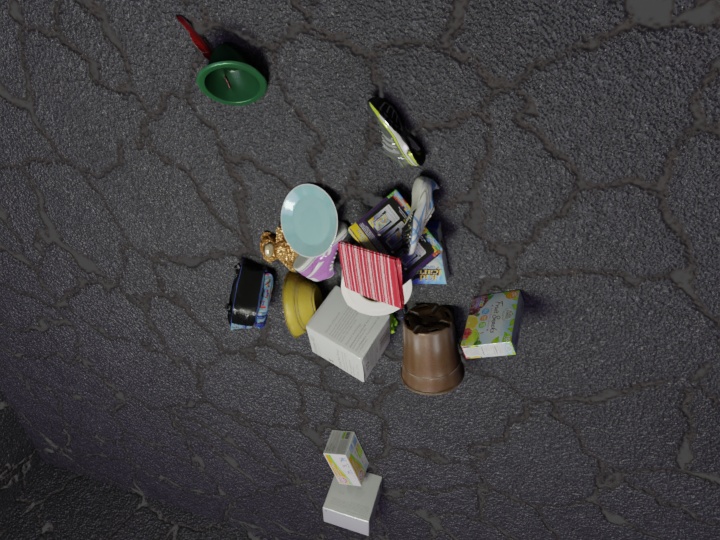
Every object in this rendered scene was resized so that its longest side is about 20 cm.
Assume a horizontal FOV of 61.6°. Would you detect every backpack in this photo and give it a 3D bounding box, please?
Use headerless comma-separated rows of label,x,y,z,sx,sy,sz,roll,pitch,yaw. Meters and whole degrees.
backpack,-0.356,0.103,1.926,0.131,0.187,0.201,11,149,-9

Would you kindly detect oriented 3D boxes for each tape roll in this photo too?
tape roll,0.043,0.026,1.657,0.197,0.072,0.206,0,127,0

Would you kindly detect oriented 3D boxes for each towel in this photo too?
towel,0.028,0.008,1.524,0.197,0.022,0.148,19,129,39

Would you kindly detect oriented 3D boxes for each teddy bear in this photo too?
teddy bear,-0.214,-0.063,1.795,0.195,0.067,0.147,18,131,7

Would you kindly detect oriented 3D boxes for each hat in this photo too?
hat,-0.325,-0.534,1.482,0.163,0.181,0.198,-17,158,31

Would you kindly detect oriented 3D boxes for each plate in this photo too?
plate,-0.139,-0.138,1.683,0.196,0.025,0.206,5,100,30

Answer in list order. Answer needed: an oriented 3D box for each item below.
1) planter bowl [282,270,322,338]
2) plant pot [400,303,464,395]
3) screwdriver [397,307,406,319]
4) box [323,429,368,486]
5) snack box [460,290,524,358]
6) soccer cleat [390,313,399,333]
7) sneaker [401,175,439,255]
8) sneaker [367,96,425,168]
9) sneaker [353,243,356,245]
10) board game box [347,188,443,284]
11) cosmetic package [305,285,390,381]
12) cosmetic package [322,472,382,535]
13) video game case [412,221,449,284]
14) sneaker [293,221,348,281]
planter bowl,-0.164,0.097,1.829,0.081,0.203,0.204,-7,127,12
plant pot,0.205,0.223,1.778,0.195,0.201,0.202,3,123,20
screwdriver,0.139,0.168,1.859,0.027,0.029,0.204,-2,122,24
box,-0.054,0.736,2.367,0.099,0.114,0.203,-3,128,25
snack box,0.359,0.144,1.629,0.139,0.202,0.054,-10,125,29
soccer cleat,0.062,0.113,1.827,0.079,0.068,0.203,7,132,25
sneaker,0.150,-0.134,1.503,0.071,0.205,0.072,17,171,-14
sneaker,0.072,-0.322,1.453,0.080,0.074,0.201,-21,116,38
sneaker,0.000,0.000,1.749,0.083,0.079,0.202,-19,143,-9
board game box,0.089,-0.076,1.551,0.201,0.164,0.057,52,173,5
cosmetic package,-0.032,0.190,1.809,0.197,0.168,0.169,27,153,20
cosmetic package,-0.030,0.932,2.460,0.194,0.202,0.125,12,133,13
video game case,0.136,-0.046,1.673,0.195,0.046,0.184,1,129,22
sneaker,-0.089,-0.049,1.742,0.199,0.073,0.114,-39,127,19
